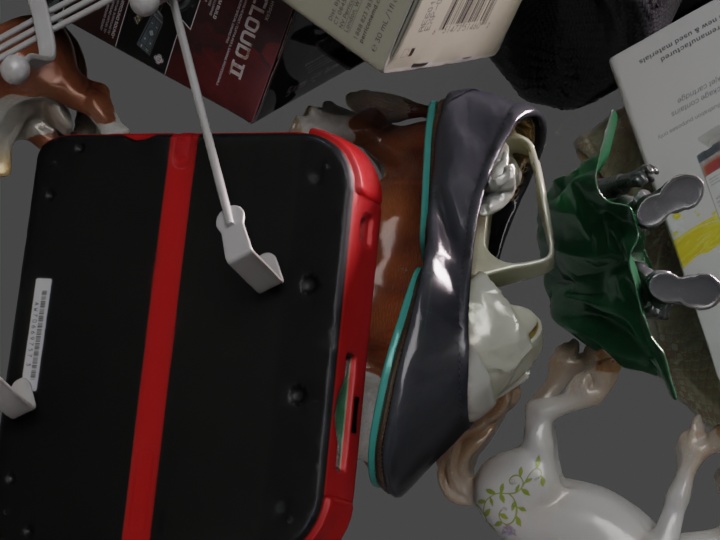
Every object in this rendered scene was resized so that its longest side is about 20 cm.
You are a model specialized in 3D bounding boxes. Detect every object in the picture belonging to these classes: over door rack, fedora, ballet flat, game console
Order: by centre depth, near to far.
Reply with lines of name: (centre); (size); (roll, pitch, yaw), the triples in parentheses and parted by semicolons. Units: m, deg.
ballet flat: (0.051, 0.006, 0.810); (0.072, 0.073, 0.202); (10, 61, 1)
over door rack: (-0.135, -0.058, 0.825); (0.147, 0.067, 0.202); (-25, 69, 14)
game console: (-0.081, 0.033, 0.836); (0.175, 0.031, 0.202); (0, 75, 23)
fedora: (0.104, -0.148, 0.917); (0.198, 0.201, 0.092); (12, 60, 2)
ballet flat: (0.151, 0.007, 0.921); (0.062, 0.067, 0.202); (-21, 55, 17)

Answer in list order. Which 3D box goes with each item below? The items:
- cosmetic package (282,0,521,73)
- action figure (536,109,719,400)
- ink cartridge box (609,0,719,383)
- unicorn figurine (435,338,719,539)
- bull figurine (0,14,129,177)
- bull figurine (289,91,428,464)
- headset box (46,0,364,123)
cosmetic package: (-0.021, -0.177, 0.854); (0.199, 0.074, 0.103); (39, 29, 22)
action figure: (0.112, -0.008, 0.835); (0.054, 0.200, 0.120); (-9, 91, -7)
ink cartridge box: (0.209, -0.012, 0.870); (0.083, 0.145, 0.202); (-27, 59, 24)
unicorn figurine: (0.116, 0.120, 0.833); (0.199, 0.074, 0.138); (33, 91, 35)
bull figurine: (-0.215, -0.058, 0.917); (0.199, 0.065, 0.122); (-33, 71, -19)
bull figurine: (0.000, 0.000, 0.887); (0.120, 0.065, 0.201); (26, 61, 0)
headset box: (-0.078, -0.160, 0.943); (0.199, 0.078, 0.149); (30, 28, 11)
